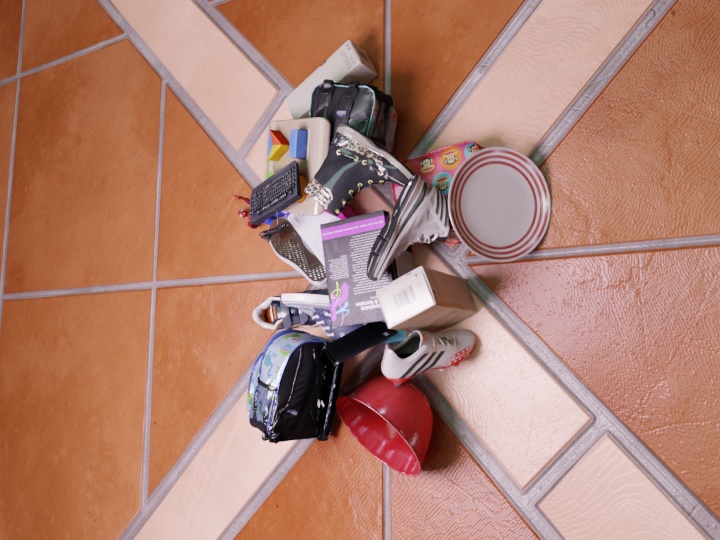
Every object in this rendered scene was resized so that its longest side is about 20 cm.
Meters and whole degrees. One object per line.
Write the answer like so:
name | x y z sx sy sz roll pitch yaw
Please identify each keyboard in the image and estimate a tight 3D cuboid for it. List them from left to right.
keyboard | -0.174 -0.131 1.341 0.198 0.020 0.131 -21 74 53

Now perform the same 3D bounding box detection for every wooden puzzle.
wooden puzzle | -0.142 -0.212 1.345 0.198 0.046 0.191 11 99 48

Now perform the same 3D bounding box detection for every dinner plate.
dinner plate | 0.246 -0.117 1.185 0.195 0.024 0.206 1 87 -11

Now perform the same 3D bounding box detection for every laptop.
laptop | -0.018 0.190 1.209 0.101 0.177 0.205 11 90 -11

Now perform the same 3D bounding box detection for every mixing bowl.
mixing bowl | 0.060 0.269 1.233 0.197 0.203 0.108 26 56 32

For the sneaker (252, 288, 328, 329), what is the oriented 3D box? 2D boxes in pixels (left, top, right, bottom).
sneaker | -0.143 0.088 1.428 0.196 0.079 0.080 -18 73 27

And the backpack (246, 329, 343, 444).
backpack | -0.134 0.224 1.342 0.145 0.181 0.205 18 95 44

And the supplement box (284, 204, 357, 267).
supplement box | -0.049 -0.076 1.378 0.101 0.103 0.201 -47 61 16

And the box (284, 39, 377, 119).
box | -0.065 -0.398 1.444 0.198 0.082 0.069 -35 68 22

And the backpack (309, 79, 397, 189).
backpack | -0.022 -0.265 1.355 0.173 0.152 0.205 14 92 32

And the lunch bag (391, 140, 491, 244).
lunch bag | 0.162 -0.138 1.272 0.196 0.081 0.181 -13 81 29

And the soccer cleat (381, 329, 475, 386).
soccer cleat | 0.125 0.139 1.197 0.069 0.196 0.087 47 148 49

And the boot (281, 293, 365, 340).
boot | -0.069 0.097 1.355 0.194 0.073 0.093 5 89 8

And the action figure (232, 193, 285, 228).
action figure | -0.217 -0.125 1.494 0.196 0.098 0.067 9 87 35

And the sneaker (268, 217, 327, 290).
sneaker | -0.126 -0.028 1.424 0.073 0.085 0.201 -41 64 -2

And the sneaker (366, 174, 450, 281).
sneaker | 0.097 -0.055 1.192 0.204 0.114 0.076 -61 15 4

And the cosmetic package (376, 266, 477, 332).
cosmetic package | 0.123 0.057 1.195 0.102 0.198 0.075 -29 68 25

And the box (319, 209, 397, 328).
box | 0.000 0.000 1.264 0.140 0.036 0.206 -10 82 25

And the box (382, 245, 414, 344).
box | 0.073 0.040 1.297 0.048 0.082 0.206 -13 76 28

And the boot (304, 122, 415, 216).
boot | 0.006 -0.160 1.248 0.202 0.073 0.155 36 98 5
